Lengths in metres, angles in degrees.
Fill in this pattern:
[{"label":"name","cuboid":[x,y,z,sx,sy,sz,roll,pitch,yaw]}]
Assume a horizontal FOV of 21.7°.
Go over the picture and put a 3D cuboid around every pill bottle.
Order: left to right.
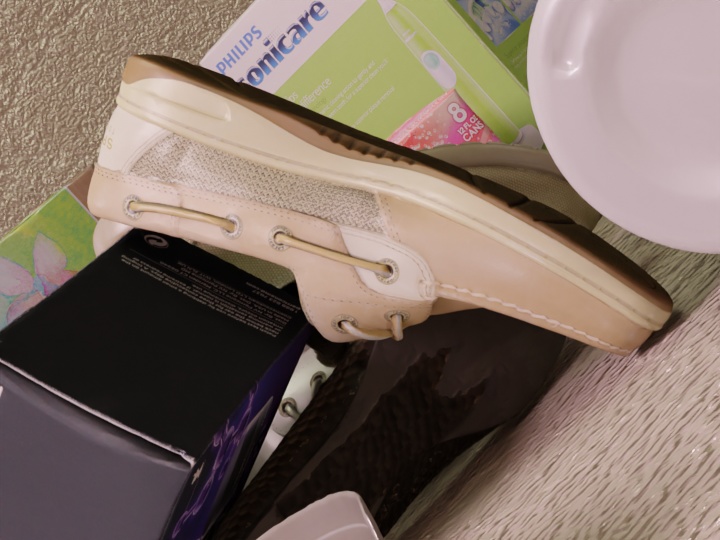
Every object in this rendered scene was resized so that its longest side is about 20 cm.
[{"label":"pill bottle","cuboid":[0.132,-0.091,0.620,0.111,0.111,0.200,-41,3,31]}]

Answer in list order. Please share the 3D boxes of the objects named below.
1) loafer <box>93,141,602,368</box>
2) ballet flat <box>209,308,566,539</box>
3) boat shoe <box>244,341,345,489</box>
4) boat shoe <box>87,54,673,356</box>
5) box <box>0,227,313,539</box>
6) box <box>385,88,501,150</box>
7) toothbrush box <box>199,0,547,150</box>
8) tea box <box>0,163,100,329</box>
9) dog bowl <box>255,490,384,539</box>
[{"label":"loafer","cuboid":[0.000,0.000,0.718,0.199,0.069,0.076,-7,-21,-8]},{"label":"ballet flat","cuboid":[0.006,0.058,0.655,0.200,0.067,0.046,-52,16,-26]},{"label":"boat shoe","cuboid":[-0.007,0.056,0.753,0.200,0.071,0.069,-43,3,-22]},{"label":"boat shoe","cuboid":[0.004,-0.009,0.622,0.072,0.199,0.065,-17,-51,-78]},{"label":"box","cuboid":[-0.099,0.102,0.626,0.201,0.079,0.141,-66,-8,22]},{"label":"box","cuboid":[-0.005,0.025,0.851,0.200,0.103,0.095,-43,3,-20]},{"label":"toothbrush box","cuboid":[0.037,-0.093,1.000,0.146,0.200,0.086,-41,4,39]},{"label":"tea box","cuboid":[-0.161,0.090,1.020,0.197,0.200,0.134,-45,4,-27]},{"label":"dog bowl","cuboid":[-0.054,0.136,0.395,0.200,0.059,0.200,-43,3,3]}]
